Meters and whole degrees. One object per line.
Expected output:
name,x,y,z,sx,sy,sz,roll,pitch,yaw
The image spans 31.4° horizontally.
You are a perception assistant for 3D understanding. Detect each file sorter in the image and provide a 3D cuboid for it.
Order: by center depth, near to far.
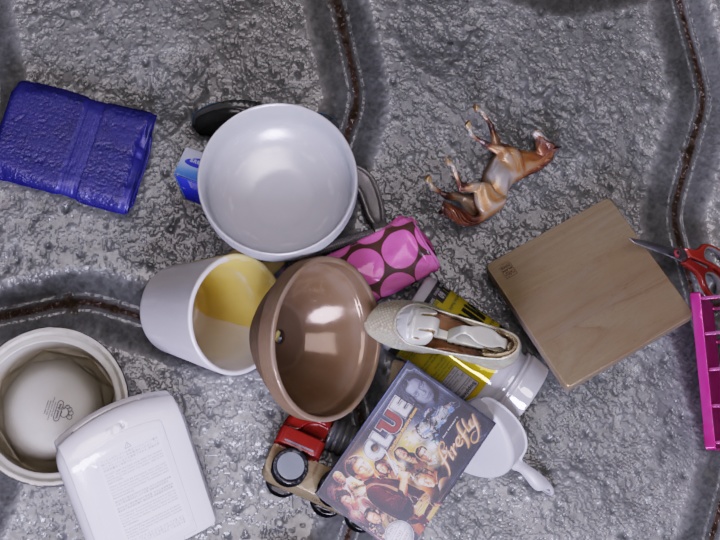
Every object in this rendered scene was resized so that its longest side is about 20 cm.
file sorter,0.512,0.129,1.673,0.125,0.139,0.201,-7,79,21

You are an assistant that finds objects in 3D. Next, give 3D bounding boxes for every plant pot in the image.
plant pot,-0.071,0.083,1.584,0.200,0.092,0.202,0,91,-48

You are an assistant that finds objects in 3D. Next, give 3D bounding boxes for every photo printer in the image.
photo printer,-0.279,0.254,1.580,0.166,0.069,0.201,-24,116,-20

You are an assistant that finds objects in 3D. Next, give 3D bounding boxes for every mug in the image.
mug,-0.189,0.050,1.639,0.186,0.153,0.150,-10,98,-43

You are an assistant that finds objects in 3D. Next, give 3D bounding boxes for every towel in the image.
towel,-0.384,-0.164,1.714,0.199,0.050,0.148,16,72,-2

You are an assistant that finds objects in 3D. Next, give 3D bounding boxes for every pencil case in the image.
pencil case,0.000,0.000,1.680,0.199,0.091,0.094,-26,86,-1

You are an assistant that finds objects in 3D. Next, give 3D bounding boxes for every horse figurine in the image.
horse figurine,0.172,-0.132,1.748,0.132,0.050,0.200,39,70,-15

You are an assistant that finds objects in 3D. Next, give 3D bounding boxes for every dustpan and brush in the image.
dustpan and brush,0.180,0.239,1.669,0.200,0.139,0.057,47,43,-11

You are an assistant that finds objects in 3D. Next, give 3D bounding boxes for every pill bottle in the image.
pill bottle,0.138,0.108,1.676,0.200,0.114,0.115,35,79,1

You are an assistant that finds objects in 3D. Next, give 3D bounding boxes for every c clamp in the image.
c clamp,-0.036,-0.059,1.733,0.199,0.027,0.172,-12,80,-6

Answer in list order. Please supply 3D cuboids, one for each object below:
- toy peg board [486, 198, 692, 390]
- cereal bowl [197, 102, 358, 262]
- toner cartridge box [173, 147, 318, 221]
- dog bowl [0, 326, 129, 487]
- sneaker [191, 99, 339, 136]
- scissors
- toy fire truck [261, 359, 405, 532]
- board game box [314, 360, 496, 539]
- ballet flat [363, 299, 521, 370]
toy peg board,0.301,0.044,1.725,0.199,0.098,0.200,-28,68,-11
cereal bowl,-0.100,-0.100,1.589,0.199,0.083,0.201,0,71,1
toner cartridge box,-0.140,-0.095,1.681,0.199,0.095,0.043,20,74,7
dog bowl,-0.392,0.176,1.636,0.199,0.074,0.201,1,79,-5
sneaker,-0.130,-0.178,1.722,0.199,0.073,0.082,6,78,-4
scissors,0.433,-0.026,1.729,0.200,0.014,0.073,30,68,-28
toy fire truck,-0.012,0.211,1.649,0.175,0.129,0.201,24,67,0
board game box,0.055,0.231,1.573,0.135,0.035,0.200,35,85,1
ballet flat,0.105,0.073,1.588,0.199,0.062,0.068,12,71,-6
